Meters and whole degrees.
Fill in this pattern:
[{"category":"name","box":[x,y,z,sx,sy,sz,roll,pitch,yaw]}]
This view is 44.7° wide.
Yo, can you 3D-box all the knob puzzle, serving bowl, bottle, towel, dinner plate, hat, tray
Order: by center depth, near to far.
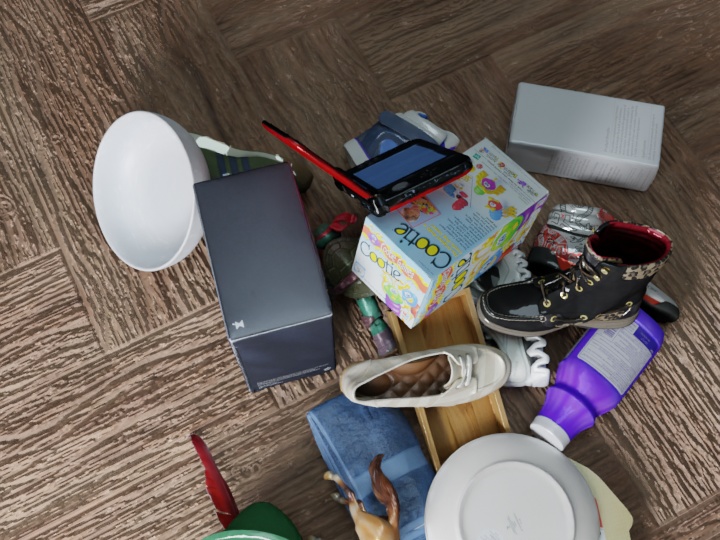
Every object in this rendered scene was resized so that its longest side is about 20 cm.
[{"category":"dinner plate","box":[0.171,0.281,0.978,0.199,0.024,0.201,1,71,-2]},{"category":"hat","box":[-0.102,0.289,0.997,0.165,0.200,0.176,-24,23,21]},{"category":"knob puzzle","box":[0.212,0.300,1.002,0.219,0.030,0.220,0,70,0]},{"category":"towel","box":[0.022,0.230,1.027,0.111,0.049,0.200,-24,69,-10]},{"category":"tray","box":[0.106,0.129,1.036,0.098,0.037,0.201,-17,93,-7]},{"category":"bottle","box":[0.281,0.128,1.054,0.083,0.065,0.200,41,70,7]},{"category":"serving bowl","box":[-0.256,-0.101,1.120,0.066,0.200,0.200,-9,58,-52]}]

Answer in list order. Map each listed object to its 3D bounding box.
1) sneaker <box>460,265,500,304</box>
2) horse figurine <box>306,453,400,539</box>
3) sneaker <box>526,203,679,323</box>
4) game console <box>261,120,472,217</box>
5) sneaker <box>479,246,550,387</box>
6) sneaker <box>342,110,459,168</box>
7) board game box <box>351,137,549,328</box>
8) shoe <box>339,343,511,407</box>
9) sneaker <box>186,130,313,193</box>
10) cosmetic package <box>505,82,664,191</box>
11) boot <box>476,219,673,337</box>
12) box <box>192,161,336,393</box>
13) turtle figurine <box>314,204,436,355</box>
[{"category":"sneaker","box":[0.120,-0.037,1.125,0.074,0.088,0.201,25,47,-29]},{"category":"horse figurine","box":[-0.004,0.305,0.959,0.132,0.050,0.201,30,103,34]},{"category":"sneaker","box":[0.323,-0.016,1.120,0.201,0.067,0.108,23,71,12]},{"category":"game console","box":[0.002,-0.140,0.968,0.172,0.200,0.119,-26,110,-6]},{"category":"sneaker","box":[0.181,0.050,1.094,0.081,0.075,0.201,-10,66,6]},{"category":"sneaker","box":[0.080,-0.128,1.161,0.146,0.081,0.200,-28,64,-7]},{"category":"board game box","box":[0.101,-0.045,1.000,0.200,0.103,0.105,-34,68,-30]},{"category":"shoe","box":[0.078,0.124,0.987,0.199,0.053,0.070,-7,91,-7]},{"category":"sneaker","box":[-0.169,-0.116,1.168,0.200,0.067,0.090,17,69,14]},{"category":"cosmetic package","box":[0.302,-0.181,1.189,0.199,0.074,0.102,11,67,7]},{"category":"boot","box":[0.240,0.011,0.985,0.199,0.151,0.073,2,58,-6]},{"category":"box","box":[-0.108,0.013,1.039,0.123,0.198,0.201,-15,68,-6]},{"category":"turtle figurine","box":[0.000,0.000,1.081,0.150,0.101,0.200,-38,89,27]}]
